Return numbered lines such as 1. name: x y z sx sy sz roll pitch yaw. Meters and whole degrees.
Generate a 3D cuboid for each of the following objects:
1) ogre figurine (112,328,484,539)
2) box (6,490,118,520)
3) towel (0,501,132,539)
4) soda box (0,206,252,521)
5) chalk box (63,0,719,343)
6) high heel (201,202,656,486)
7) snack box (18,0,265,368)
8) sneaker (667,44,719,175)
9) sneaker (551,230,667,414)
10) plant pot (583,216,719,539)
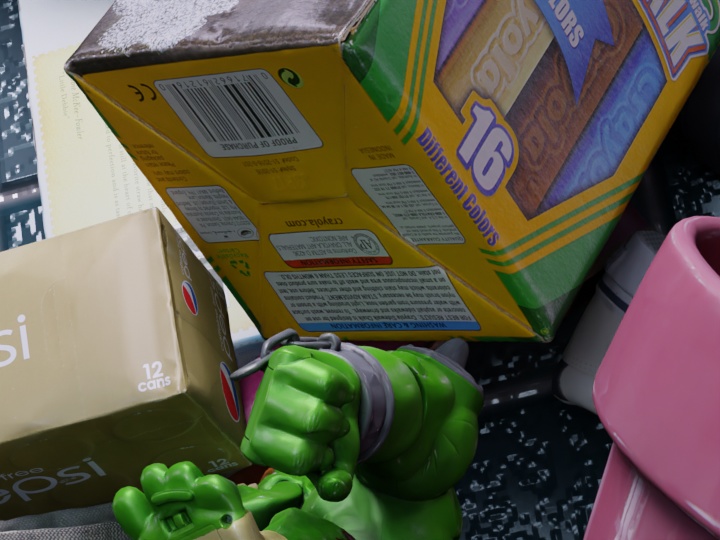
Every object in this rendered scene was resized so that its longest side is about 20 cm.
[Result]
1. ogre figurine: -0.012 0.101 0.743 0.098 0.120 0.201 4 108 31
2. box: -0.147 0.160 0.850 0.147 0.107 0.201 9 71 19
3. towel: -0.084 0.170 0.772 0.034 0.192 0.202 -4 87 51
4. soda box: -0.139 0.046 0.795 0.199 0.068 0.064 -16 64 9
5. chalk box: 0.028 -0.090 0.804 0.124 0.124 0.200 -1 44 44
6. high heel: 0.000 0.000 0.864 0.199 0.068 0.096 -29 72 -27
7. snack box: -0.062 -0.057 0.947 0.115 0.037 0.201 -13 66 10
8. sneaker: 0.124 -0.076 0.878 0.199 0.079 0.080 8 66 17
9. sneaker: 0.148 0.070 0.829 0.200 0.073 0.071 40 109 25
10. plant pot: 0.132 0.110 0.687 0.199 0.200 0.180 33 104 24
